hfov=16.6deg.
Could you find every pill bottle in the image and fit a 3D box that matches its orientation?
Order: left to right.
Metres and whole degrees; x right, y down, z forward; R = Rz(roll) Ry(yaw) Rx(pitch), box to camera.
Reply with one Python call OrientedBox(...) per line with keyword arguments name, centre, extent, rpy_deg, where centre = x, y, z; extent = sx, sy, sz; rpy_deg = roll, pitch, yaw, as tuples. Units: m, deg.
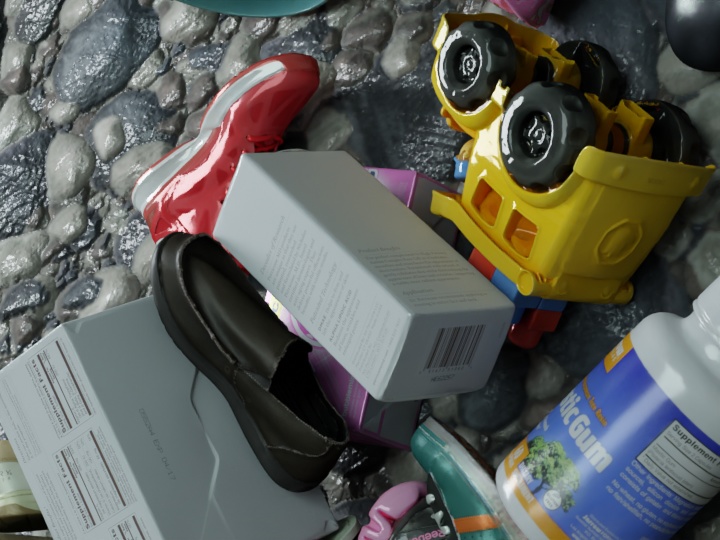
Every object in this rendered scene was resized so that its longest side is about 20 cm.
OrientedBox(name="pill bottle", centre=(0.189, 0.099, 1.564), extent=(0.200, 0.112, 0.112), rpy_deg=(-47, 52, 16))

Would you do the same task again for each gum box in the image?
OrientedBox(name="gum box", centre=(-0.005, 0.019, 1.773), extent=(0.113, 0.066, 0.202), rpy_deg=(6, 79, 38))

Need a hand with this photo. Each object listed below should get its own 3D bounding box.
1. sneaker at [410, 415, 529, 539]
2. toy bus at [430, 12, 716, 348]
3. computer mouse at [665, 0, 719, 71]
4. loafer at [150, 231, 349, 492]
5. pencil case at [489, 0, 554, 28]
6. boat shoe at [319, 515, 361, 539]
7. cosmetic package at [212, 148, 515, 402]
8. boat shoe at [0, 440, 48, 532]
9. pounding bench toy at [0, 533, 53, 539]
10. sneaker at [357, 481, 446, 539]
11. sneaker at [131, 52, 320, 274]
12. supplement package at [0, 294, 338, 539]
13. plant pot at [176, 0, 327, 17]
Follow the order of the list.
OrientedBox(name="sneaker", centre=(0.083, 0.189, 1.612), extent=(0.080, 0.071, 0.200), rpy_deg=(-39, 71, 6))
OrientedBox(name="toy bus", centre=(0.115, -0.056, 1.680), extent=(0.200, 0.135, 0.193), rpy_deg=(46, 121, 40))
OrientedBox(name="computer mouse", centre=(0.274, -0.216, 1.643), extent=(0.200, 0.053, 0.139), rpy_deg=(-41, 55, 20))
OrientedBox(name="loafer", centre=(-0.067, 0.052, 1.690), extent=(0.071, 0.073, 0.201), rpy_deg=(-32, 94, 41))
OrientedBox(name="pencil case", centre=(0.152, -0.271, 1.738), extent=(0.201, 0.082, 0.087), rpy_deg=(-55, 35, 10))
OrientedBox(name="boat shoe", centre=(-0.057, 0.261, 1.738), extent=(0.201, 0.061, 0.072), rpy_deg=(-47, 7, 1))
OrientedBox(name="cosmetic package", centre=(0.000, 0.000, 1.661), extent=(0.200, 0.101, 0.074), rpy_deg=(43, 122, 38))
OrientedBox(name="boat shoe", centre=(-0.188, 0.148, 1.785), extent=(0.074, 0.199, 0.067), rpy_deg=(-22, 74, 36))
OrientedBox(name="pounding bench toy", centre=(-0.208, 0.276, 1.820), extent=(0.156, 0.198, 0.125), rpy_deg=(142, 131, -62))
OrientedBox(name="sneaker", centre=(0.021, 0.248, 1.679), extent=(0.095, 0.079, 0.201), rpy_deg=(29, 95, 29))
OrientedBox(name="sneaker", centre=(-0.083, -0.066, 1.873), extent=(0.200, 0.078, 0.116), rpy_deg=(-44, 60, 33))
OrientedBox(name="supplement package", centre=(-0.138, 0.129, 1.713), extent=(0.111, 0.155, 0.201), rpy_deg=(-33, 80, 42))
OrientedBox(name="plant pot", centre=(-0.093, -0.313, 1.883), extent=(0.199, 0.200, 0.162), rpy_deg=(-4, 61, 37))
